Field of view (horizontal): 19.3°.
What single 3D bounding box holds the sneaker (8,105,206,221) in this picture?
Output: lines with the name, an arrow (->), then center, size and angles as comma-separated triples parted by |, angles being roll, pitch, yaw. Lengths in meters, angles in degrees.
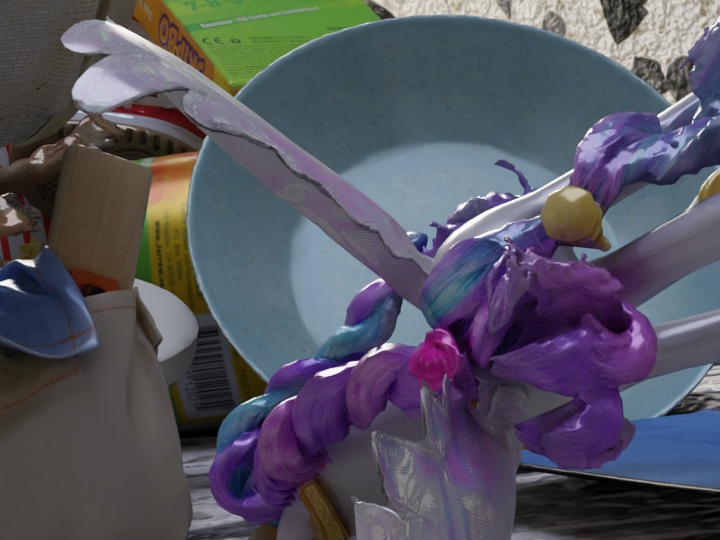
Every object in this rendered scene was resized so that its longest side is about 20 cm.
sneaker -> -0.054, -0.060, 0.949 | 0.198, 0.072, 0.113 | 10, 42, -9

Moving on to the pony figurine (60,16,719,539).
pony figurine -> 0.035, 0.011, 0.503 | 0.199, 0.167, 0.193 | -27, -23, 5

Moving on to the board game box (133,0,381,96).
board game box -> -0.051, -0.117, 0.916 | 0.095, 0.030, 0.200 | -3, 35, -27

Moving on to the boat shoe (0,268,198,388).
boat shoe -> -0.146, 0.055, 0.717 | 0.199, 0.069, 0.072 | -21, 46, -37

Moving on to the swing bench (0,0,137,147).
swing bench -> -0.184, -0.065, 0.563 | 0.199, 0.131, 0.199 | -1, 16, 32

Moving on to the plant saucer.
plant saucer -> 0.036, -0.006, 0.760 | 0.199, 0.202, 0.039 | -8, -36, -12

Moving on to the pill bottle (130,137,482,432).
pill bottle -> 0.000, 0.000, 0.854 | 0.198, 0.112, 0.111 | -7, 5, 3

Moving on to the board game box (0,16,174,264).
board game box -> -0.123, -0.040, 0.968 | 0.151, 0.202, 0.046 | -12, 0, -36

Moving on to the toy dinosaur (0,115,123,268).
toy dinosaur -> -0.170, 0.001, 0.826 | 0.085, 0.136, 0.200 | 28, 24, -6

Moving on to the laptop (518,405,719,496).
laptop -> 0.150, 0.000, 0.622 | 0.116, 0.201, 0.187 | 36, -18, -28

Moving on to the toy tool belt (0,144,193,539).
toy tool belt -> -0.148, 0.037, 0.599 | 0.198, 0.124, 0.125 | -10, 5, -20
